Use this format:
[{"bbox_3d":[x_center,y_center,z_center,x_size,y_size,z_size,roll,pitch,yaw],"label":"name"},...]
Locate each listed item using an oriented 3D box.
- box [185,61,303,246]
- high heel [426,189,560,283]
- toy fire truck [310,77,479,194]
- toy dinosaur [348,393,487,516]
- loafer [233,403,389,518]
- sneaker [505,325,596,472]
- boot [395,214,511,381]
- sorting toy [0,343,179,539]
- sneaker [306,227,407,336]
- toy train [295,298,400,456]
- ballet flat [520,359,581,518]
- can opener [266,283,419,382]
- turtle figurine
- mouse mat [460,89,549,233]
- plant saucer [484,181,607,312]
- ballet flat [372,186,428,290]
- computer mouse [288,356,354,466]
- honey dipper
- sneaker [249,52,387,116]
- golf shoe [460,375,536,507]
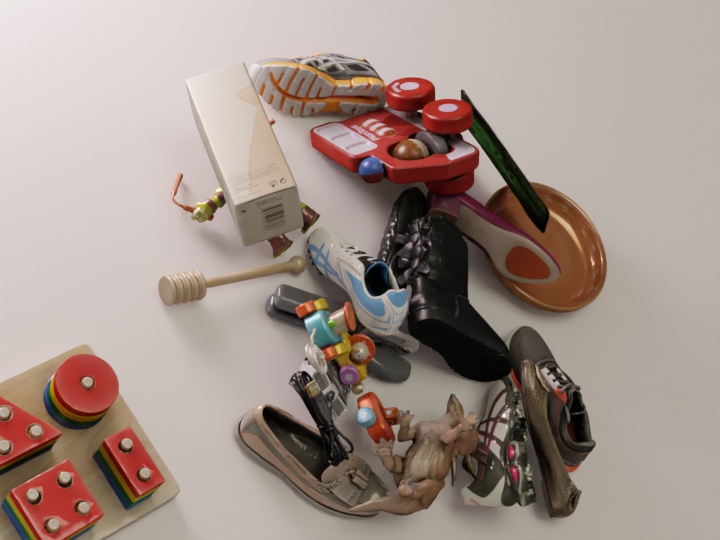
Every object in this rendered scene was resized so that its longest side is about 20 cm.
[{"bbox_3d":[-0.139,-0.140,1.618,0.078,0.095,0.200,-19,61,-8],"label":"box"},{"bbox_3d":[0.178,-0.055,1.799,0.200,0.067,0.096,31,30,-8],"label":"high heel"},{"bbox_3d":[0.050,-0.159,1.764,0.168,0.112,0.200,-22,37,-25],"label":"toy fire truck"},{"bbox_3d":[0.079,0.226,1.567,0.086,0.136,0.200,29,70,29],"label":"toy dinosaur"},{"bbox_3d":[-0.049,0.217,1.548,0.200,0.063,0.072,32,53,-9],"label":"loafer"},{"bbox_3d":[0.254,0.153,1.742,0.077,0.082,0.200,-9,68,-33],"label":"sneaker"},{"bbox_3d":[0.120,0.034,1.719,0.198,0.073,0.163,35,41,-39],"label":"boot"},{"bbox_3d":[-0.311,0.187,1.415,0.200,0.070,0.199,-27,78,-37],"label":"sorting toy"},{"bbox_3d":[0.000,0.000,1.663,0.072,0.073,0.200,6,30,-37],"label":"sneaker"},{"bbox_3d":[-0.004,0.112,1.557,0.200,0.056,0.150,57,10,-43],"label":"toy train"},{"bbox_3d":[0.234,0.206,1.682,0.067,0.046,0.200,0,77,-77],"label":"ballet flat"},{"bbox_3d":[-0.019,0.073,1.656,0.200,0.053,0.067,23,54,-15],"label":"can opener"},{"bbox_3d":[-0.125,-0.106,1.694,0.161,0.064,0.200,45,51,1],"label":"turtle figurine"},{"bbox_3d":[0.189,-0.141,1.802,0.008,0.161,0.200,-33,80,-1],"label":"mouse mat"},{"bbox_3d":[0.247,-0.029,1.876,0.200,0.037,0.200,14,56,-22],"label":"plant saucer"},{"bbox_3d":[0.046,-0.038,1.764,0.066,0.057,0.200,47,41,-24],"label":"ballet flat"},{"bbox_3d":[-0.045,0.142,1.561,0.110,0.044,0.200,59,8,-11],"label":"computer mouse"},{"bbox_3d":[-0.147,0.008,1.635,0.200,0.038,0.038,-11,68,-36],"label":"honey dipper"},{"bbox_3d":[-0.060,-0.256,1.821,0.200,0.078,0.077,5,47,-31],"label":"sneaker"},{"bbox_3d":[0.162,0.205,1.663,0.088,0.077,0.200,-12,35,11],"label":"golf shoe"}]
